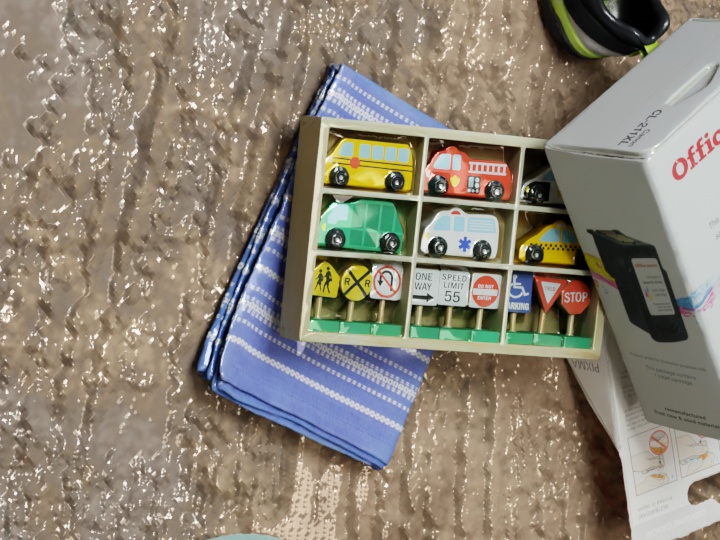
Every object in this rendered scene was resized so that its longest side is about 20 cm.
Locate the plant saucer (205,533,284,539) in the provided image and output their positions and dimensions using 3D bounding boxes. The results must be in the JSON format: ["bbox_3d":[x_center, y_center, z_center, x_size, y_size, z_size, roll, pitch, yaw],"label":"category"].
[{"bbox_3d":[-0.066,0.249,1.495,0.201,0.039,0.201,-4,97,-33],"label":"plant saucer"}]

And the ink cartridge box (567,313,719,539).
[{"bbox_3d":[0.202,0.054,1.650,0.161,0.050,0.200,-17,108,-31],"label":"ink cartridge box"}]

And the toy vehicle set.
[{"bbox_3d":[0.053,-0.017,1.514,0.200,0.027,0.125,4,92,-29],"label":"toy vehicle set"}]

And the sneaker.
[{"bbox_3d":[0.138,-0.214,1.550,0.072,0.083,0.200,-29,111,-28],"label":"sneaker"}]

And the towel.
[{"bbox_3d":[0.000,0.000,1.520,0.145,0.024,0.200,29,79,-34],"label":"towel"}]

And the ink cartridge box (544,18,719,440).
[{"bbox_3d":[0.207,-0.026,1.546,0.146,0.083,0.200,-40,122,-30],"label":"ink cartridge box"}]
